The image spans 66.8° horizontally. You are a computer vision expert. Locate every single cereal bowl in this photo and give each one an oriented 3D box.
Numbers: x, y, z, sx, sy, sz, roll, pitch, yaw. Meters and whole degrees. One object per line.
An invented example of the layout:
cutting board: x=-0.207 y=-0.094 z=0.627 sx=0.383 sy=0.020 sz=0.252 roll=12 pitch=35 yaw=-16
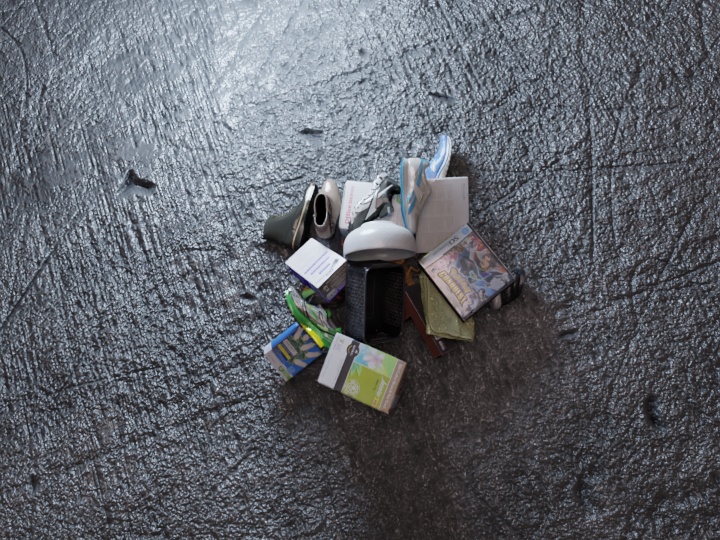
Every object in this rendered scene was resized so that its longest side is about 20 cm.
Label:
cereal bowl: x=0.050 y=-0.079 z=1.435 sx=0.195 sy=0.200 sz=0.085 roll=-2 pitch=82 yaw=7

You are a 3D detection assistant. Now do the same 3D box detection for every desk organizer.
desk organizer: x=0.166 y=0.143 z=1.467 sx=0.071 sy=0.077 sz=0.202 roll=-16 pitch=70 yaw=-43

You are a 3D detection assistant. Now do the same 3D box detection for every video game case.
video game case: x=0.278 y=0.002 z=1.438 sx=0.179 sy=0.026 sz=0.201 roll=-36 pitch=74 yaw=-6

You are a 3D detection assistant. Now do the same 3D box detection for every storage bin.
storage bin: x=0.038 y=0.080 z=1.435 sx=0.093 sy=0.133 sz=0.205 roll=15 pitch=106 yaw=52

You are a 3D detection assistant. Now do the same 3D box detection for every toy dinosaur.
toy dinosaur: x=0.102 y=-0.020 z=1.533 sx=0.199 sy=0.060 sz=0.107 roll=39 pitch=86 yaw=14

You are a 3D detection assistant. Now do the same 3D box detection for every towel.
towel: x=0.232 y=0.090 z=1.452 sx=0.145 sy=0.037 sz=0.203 roll=9 pitch=55 yaw=-17

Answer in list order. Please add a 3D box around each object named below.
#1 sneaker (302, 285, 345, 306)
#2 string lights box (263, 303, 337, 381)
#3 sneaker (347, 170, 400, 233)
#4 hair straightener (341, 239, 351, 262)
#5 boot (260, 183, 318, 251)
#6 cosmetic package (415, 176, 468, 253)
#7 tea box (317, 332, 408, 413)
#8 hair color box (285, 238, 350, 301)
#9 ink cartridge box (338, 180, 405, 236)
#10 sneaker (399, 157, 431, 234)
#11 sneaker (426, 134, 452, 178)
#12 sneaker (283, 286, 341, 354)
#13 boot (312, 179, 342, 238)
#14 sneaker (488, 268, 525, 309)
sneaker: x=-0.065 y=0.054 z=1.529 sx=0.197 sy=0.077 sz=0.085 roll=-17 pitch=114 yaw=21
string lights box: x=-0.157 y=0.197 z=1.500 sx=0.199 sy=0.059 sz=0.103 roll=-38 pitch=105 yaw=-1
sneaker: x=0.042 y=-0.170 z=1.482 sx=0.090 sy=0.067 sz=0.202 roll=31 pitch=80 yaw=16
hair straightener: x=0.000 y=0.000 z=1.542 sx=0.076 sy=0.041 sz=0.204 roll=-16 pitch=75 yaw=24
boot: x=-0.209 y=-0.169 z=1.604 sx=0.136 sy=0.078 sz=0.204 roll=14 pitch=78 yaw=15
cosmetic package: x=0.226 y=-0.153 z=1.516 sx=0.147 sy=0.052 sz=0.205 roll=-1 pitch=100 yaw=9
tea box: x=0.016 y=0.267 z=1.408 sx=0.193 sy=0.200 sz=0.136 roll=20 pitch=81 yaw=12
hair color box: x=-0.112 y=-0.005 z=1.498 sx=0.109 sy=0.065 sz=0.199 roll=-43 pitch=37 yaw=-11
ink cartridge box: x=0.047 y=-0.166 z=1.559 sx=0.196 sy=0.088 sz=0.149 roll=7 pitch=78 yaw=7
sneaker: x=0.147 y=-0.196 z=1.453 sx=0.079 sy=0.077 sz=0.205 roll=-1 pitch=100 yaw=-3
sneaker: x=0.212 y=-0.299 z=1.572 sx=0.087 sy=0.079 sz=0.204 roll=15 pitch=80 yaw=8
sneaker: x=-0.128 y=0.118 z=1.433 sx=0.085 sy=0.078 sz=0.201 roll=-41 pitch=86 yaw=-10
boot: x=-0.097 y=-0.187 z=1.552 sx=0.069 sy=0.146 sz=0.204 roll=-6 pitch=76 yaw=8
sneaker: x=0.380 y=-0.002 z=1.488 sx=0.111 sy=0.076 sz=0.204 roll=-14 pitch=75 yaw=-3
